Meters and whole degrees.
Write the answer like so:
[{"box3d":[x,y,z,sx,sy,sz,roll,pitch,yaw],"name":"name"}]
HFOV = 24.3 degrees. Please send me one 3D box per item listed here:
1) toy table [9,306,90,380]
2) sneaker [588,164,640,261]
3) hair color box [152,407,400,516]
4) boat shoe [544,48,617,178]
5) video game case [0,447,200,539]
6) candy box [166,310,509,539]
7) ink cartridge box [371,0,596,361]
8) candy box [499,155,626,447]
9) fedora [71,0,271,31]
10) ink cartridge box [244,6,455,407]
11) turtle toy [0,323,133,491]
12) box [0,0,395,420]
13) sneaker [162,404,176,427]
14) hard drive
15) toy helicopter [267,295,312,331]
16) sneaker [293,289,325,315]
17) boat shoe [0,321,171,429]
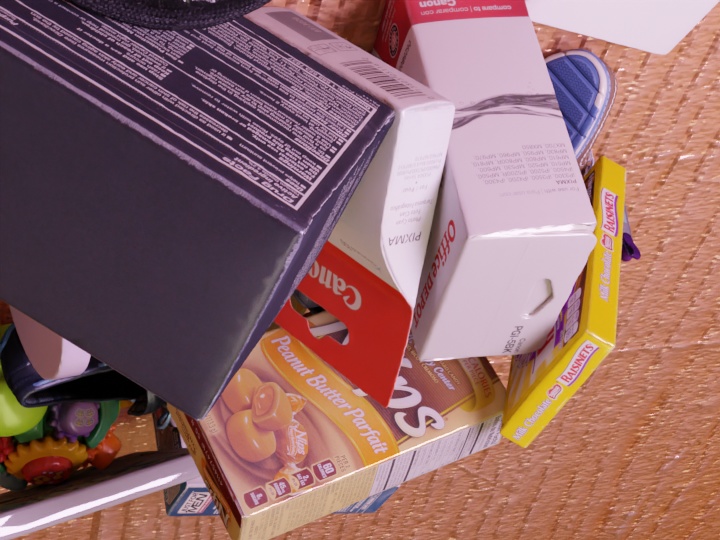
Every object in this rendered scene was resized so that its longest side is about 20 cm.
[{"box3d":[-0.162,-0.006,1.088,0.116,0.200,0.186,-9,113,-20],"name":"toy table"},{"box3d":[0.135,0.006,1.291,0.074,0.088,0.200,8,143,-32],"name":"sneaker"},{"box3d":[-0.072,0.153,1.435,0.198,0.101,0.061,4,147,-27],"name":"hair color box"},{"box3d":[0.123,-0.080,1.176,0.072,0.073,0.200,-12,150,-43],"name":"boat shoe"},{"box3d":[-0.228,0.174,1.305,0.198,0.022,0.182,-16,180,-31],"name":"video game case"},{"box3d":[-0.014,0.088,1.090,0.198,0.116,0.056,-20,153,-21],"name":"candy box"},{"box3d":[0.065,-0.066,1.035,0.082,0.202,0.147,-5,148,-15],"name":"ink cartridge box"},{"box3d":[0.135,0.017,1.100,0.026,0.201,0.103,27,126,-8],"name":"candy box"},{"box3d":[-0.098,-0.217,0.807,0.199,0.092,0.202,-16,127,-22],"name":"fedora"},{"box3d":[-0.027,-0.037,1.010,0.047,0.160,0.202,-10,122,-40],"name":"ink cartridge box"},{"box3d":[-0.252,0.104,1.281,0.144,0.102,0.201,-15,149,2],"name":"turtle toy"},{"box3d":[-0.111,-0.057,0.845,0.199,0.199,0.124,31,114,1],"name":"box"},{"box3d":[-0.114,0.060,1.295,0.089,0.071,0.201,-7,147,-6],"name":"sneaker"},{"box3d":[0.199,-0.214,1.018,0.131,0.027,0.200,8,143,-32],"name":"hard drive"},{"box3d":[-0.039,0.011,1.209,0.199,0.134,0.078,-9,-172,-42],"name":"toy helicopter"},{"box3d":[0.000,0.000,1.173,0.085,0.075,0.200,-46,152,6],"name":"sneaker"},{"box3d":[-0.159,0.078,1.193,0.198,0.069,0.085,-3,141,-22],"name":"boat shoe"}]
